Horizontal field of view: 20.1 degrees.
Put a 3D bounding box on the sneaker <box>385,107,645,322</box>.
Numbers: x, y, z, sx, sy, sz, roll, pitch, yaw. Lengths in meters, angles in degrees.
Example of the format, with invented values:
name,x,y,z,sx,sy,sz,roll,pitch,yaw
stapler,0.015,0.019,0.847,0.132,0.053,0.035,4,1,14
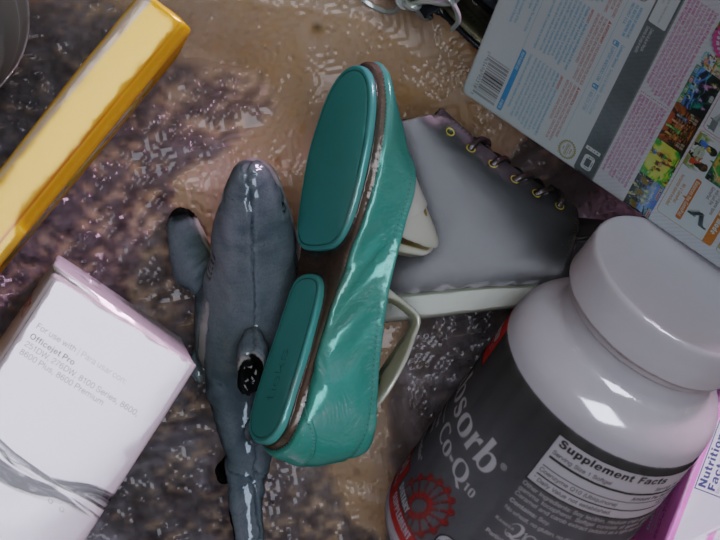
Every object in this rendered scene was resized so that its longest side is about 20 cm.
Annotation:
name,x,y,z,sx,sy,sz,roll,pitch,yaw
sneaker,0.085,-0.037,1.058,0.199,0.075,0.107,-8,93,-6

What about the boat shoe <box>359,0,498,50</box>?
name,x,y,z,sx,sy,sz,roll,pitch,yaw
boat shoe,0.049,-0.150,1.052,0.200,0.075,0.062,36,76,-16

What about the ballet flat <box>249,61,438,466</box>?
name,x,y,z,sx,sy,sz,roll,pitch,yaw
ballet flat,0.000,0.000,1.006,0.070,0.067,0.201,16,85,-30

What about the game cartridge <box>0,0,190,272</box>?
name,x,y,z,sx,sy,sz,roll,pitch,yaw
game cartridge,-0.156,-0.041,0.976,0.032,0.176,0.200,37,88,-7

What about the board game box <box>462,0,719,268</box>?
name,x,y,z,sx,sy,sz,roll,pitch,yaw
board game box,0.161,-0.090,0.938,0.200,0.148,0.064,37,54,11

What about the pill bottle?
name,x,y,z,sx,sy,sz,roll,pitch,yaw
pill bottle,0.104,0.076,1.003,0.116,0.116,0.200,28,123,-8

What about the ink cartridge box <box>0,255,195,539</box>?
name,x,y,z,sx,sy,sz,roll,pitch,yaw
ink cartridge box,-0.169,0.100,0.995,0.084,0.145,0.200,33,88,-9

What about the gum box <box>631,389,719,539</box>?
name,x,y,z,sx,sy,sz,roll,pitch,yaw
gum box,0.200,0.069,1.057,0.066,0.113,0.201,21,89,-8

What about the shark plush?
name,x,y,z,sx,sy,sz,roll,pitch,yaw
shark plush,-0.066,0.044,1.037,0.090,0.083,0.201,13,91,-8

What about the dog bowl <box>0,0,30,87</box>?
name,x,y,z,sx,sy,sz,roll,pitch,yaw
dog bowl,-0.260,-0.124,0.964,0.200,0.200,0.059,28,131,-8
